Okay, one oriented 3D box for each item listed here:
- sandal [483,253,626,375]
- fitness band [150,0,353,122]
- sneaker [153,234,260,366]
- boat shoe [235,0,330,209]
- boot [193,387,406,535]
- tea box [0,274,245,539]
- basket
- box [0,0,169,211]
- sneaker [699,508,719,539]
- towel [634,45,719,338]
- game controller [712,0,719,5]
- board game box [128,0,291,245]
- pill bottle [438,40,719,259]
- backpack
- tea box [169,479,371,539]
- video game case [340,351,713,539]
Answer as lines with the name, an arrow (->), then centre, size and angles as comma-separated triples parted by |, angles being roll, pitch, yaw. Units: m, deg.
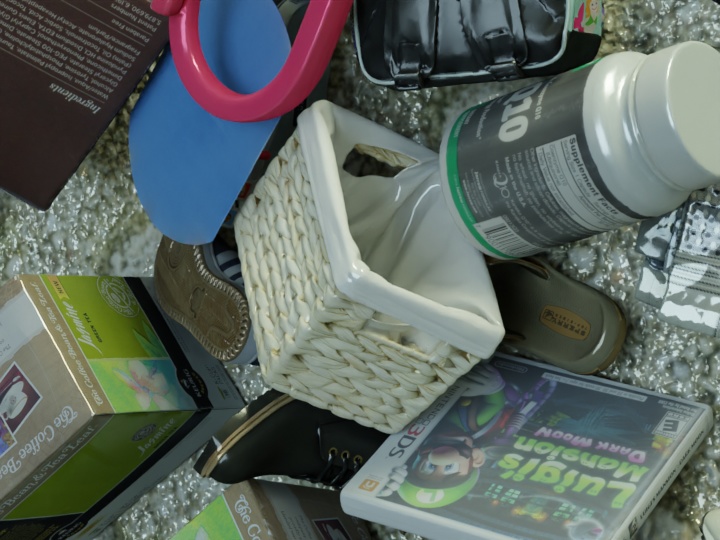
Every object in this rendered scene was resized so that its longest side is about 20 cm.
sandal -> 0.100, 0.021, 1.714 | 0.200, 0.054, 0.081 | 21, 94, 41
fitness band -> -0.071, -0.202, 1.681 | 0.143, 0.037, 0.201 | 32, 112, 26
sneaker -> -0.083, 0.024, 1.835 | 0.070, 0.108, 0.200 | -67, 31, 16
boat shoe -> -0.076, -0.114, 1.831 | 0.091, 0.071, 0.201 | 18, 101, 45
boot -> -0.009, 0.144, 1.707 | 0.139, 0.200, 0.078 | 53, 136, 17
tea box -> -0.237, 0.112, 1.845 | 0.200, 0.197, 0.134 | -41, 70, 24
basket -> 0.000, 0.000, 1.693 | 0.123, 0.135, 0.200 | -49, 33, 29
box -> -0.262, -0.192, 1.848 | 0.200, 0.164, 0.166 | -52, 28, 19
sneaker -> 0.319, 0.211, 1.591 | 0.200, 0.070, 0.093 | 42, 92, 27
towel -> 0.286, -0.042, 1.622 | 0.199, 0.034, 0.193 | 17, 99, 31
game controller -> 0.281, -0.220, 1.631 | 0.200, 0.042, 0.104 | 38, 94, 25
board game box -> -0.100, -0.118, 1.780 | 0.200, 0.039, 0.158 | -60, 44, 23
pill bottle -> 0.160, -0.083, 1.634 | 0.200, 0.113, 0.114 | -18, 80, 42
backpack -> 0.083, -0.233, 1.679 | 0.177, 0.150, 0.201 | -4, 96, 25
tea box -> -0.071, 0.290, 1.754 | 0.197, 0.133, 0.200 | -42, 58, 22
video game case -> 0.115, 0.130, 1.652 | 0.199, 0.182, 0.023 | 14, 132, 30
